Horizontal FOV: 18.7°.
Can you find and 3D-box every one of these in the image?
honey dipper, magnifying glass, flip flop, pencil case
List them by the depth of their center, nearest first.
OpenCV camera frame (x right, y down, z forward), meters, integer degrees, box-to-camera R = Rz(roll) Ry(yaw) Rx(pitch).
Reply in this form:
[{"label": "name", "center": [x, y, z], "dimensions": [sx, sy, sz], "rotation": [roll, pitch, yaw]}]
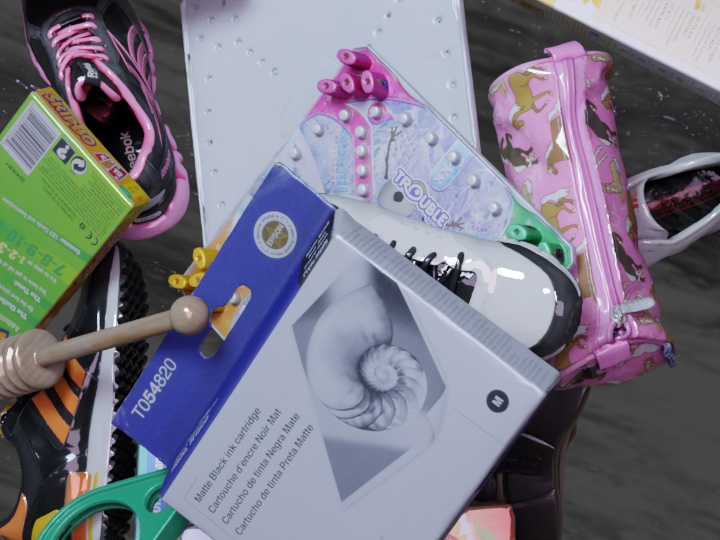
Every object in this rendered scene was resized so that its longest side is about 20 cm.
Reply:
[{"label": "honey dipper", "center": [-0.153, 0.042, 1.271], "dimensions": [0.038, 0.200, 0.038], "rotation": [15, 68, -42]}, {"label": "magnifying glass", "center": [-0.109, 0.133, 1.285], "dimensions": [0.200, 0.022, 0.080], "rotation": [-37, 43, 0]}, {"label": "pencil case", "center": [0.130, -0.031, 1.293], "dimensions": [0.086, 0.083, 0.201], "rotation": [-24, 69, 37]}, {"label": "flip flop", "center": [0.104, 0.102, 1.360], "dimensions": [0.081, 0.058, 0.201], "rotation": [6, 100, 11]}]

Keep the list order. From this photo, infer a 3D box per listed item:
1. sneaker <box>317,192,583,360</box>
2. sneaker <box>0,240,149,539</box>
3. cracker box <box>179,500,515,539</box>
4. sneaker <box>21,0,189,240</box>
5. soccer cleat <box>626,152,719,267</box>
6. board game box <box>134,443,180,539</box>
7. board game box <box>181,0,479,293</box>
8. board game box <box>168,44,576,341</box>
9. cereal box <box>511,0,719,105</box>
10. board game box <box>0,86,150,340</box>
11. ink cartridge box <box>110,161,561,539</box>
[{"label": "sneaker", "center": [0.029, 0.005, 1.224], "dimensions": [0.200, 0.080, 0.074], "rotation": [16, 93, 29]}, {"label": "sneaker", "center": [-0.186, 0.077, 1.361], "dimensions": [0.090, 0.070, 0.201], "rotation": [1, 79, 9]}, {"label": "cracker box", "center": [-0.004, 0.211, 1.300], "dimensions": [0.199, 0.058, 0.134], "rotation": [-3, 87, 0]}, {"label": "sneaker", "center": [-0.165, -0.121, 1.371], "dimensions": [0.079, 0.095, 0.200], "rotation": [-25, 71, -1]}, {"label": "soccer cleat", "center": [0.153, -0.022, 1.363], "dimensions": [0.200, 0.085, 0.069], "rotation": [-24, 82, -3]}, {"label": "board game box", "center": [-0.040, 0.159, 1.358], "dimensions": [0.199, 0.045, 0.153], "rotation": [1, 84, 1]}, {"label": "board game box", "center": [-0.015, -0.095, 1.356], "dimensions": [0.200, 0.026, 0.201], "rotation": [-11, 80, 29]}, {"label": "board game box", "center": [0.000, 0.000, 1.301], "dimensions": [0.200, 0.026, 0.200], "rotation": [47, 110, 25]}, {"label": "cereal box", "center": [0.216, -0.196, 1.411], "dimensions": [0.200, 0.040, 0.144], "rotation": [28, 83, 4]}, {"label": "board game box", "center": [-0.218, -0.011, 1.349], "dimensions": [0.096, 0.030, 0.200], "rotation": [48, 118, 9]}, {"label": "ink cartridge box", "center": [-0.024, 0.076, 1.205], "dimensions": [0.200, 0.041, 0.200], "rotation": [37, 112, 9]}]
